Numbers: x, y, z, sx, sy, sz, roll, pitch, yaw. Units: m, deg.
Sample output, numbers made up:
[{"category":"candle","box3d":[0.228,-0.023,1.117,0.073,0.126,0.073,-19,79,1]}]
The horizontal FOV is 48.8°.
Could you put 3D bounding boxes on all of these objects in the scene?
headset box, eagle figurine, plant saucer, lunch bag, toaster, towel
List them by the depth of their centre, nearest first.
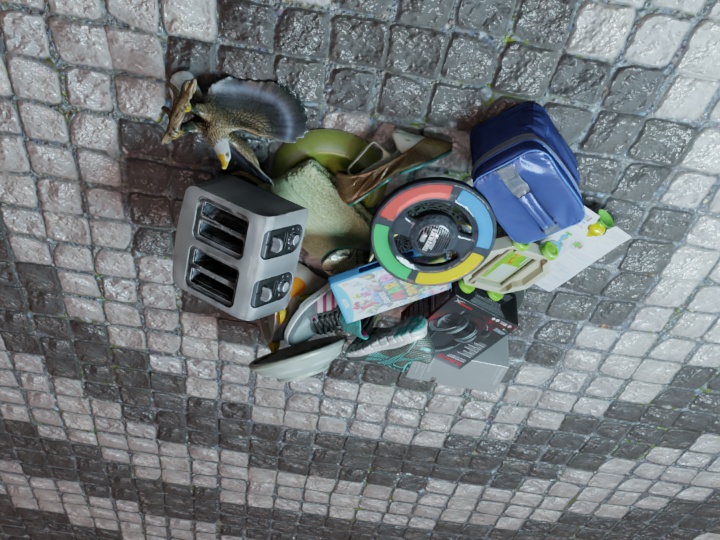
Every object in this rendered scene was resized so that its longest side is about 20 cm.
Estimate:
[{"category":"eagle figurine","box3d":[-0.200,-0.216,1.205,0.197,0.155,0.150,3,-175,-37]},{"category":"lunch bag","box3d":[0.259,-0.135,1.224,0.134,0.134,0.200,-24,131,31]},{"category":"toaster","box3d":[-0.198,-0.045,1.265,0.197,0.118,0.184,25,113,22]},{"category":"plant saucer","box3d":[-0.052,-0.148,1.325,0.195,0.032,0.202,3,139,2]},{"category":"towel","box3d":[-0.073,-0.096,1.336,0.146,0.037,0.200,-22,132,28]},{"category":"headset box","box3d":[0.176,0.096,1.487,0.147,0.078,0.200,26,135,-22]},{"category":"plant saucer","box3d":[-0.115,0.175,1.520,0.196,0.200,0.051,-14,93,22]}]

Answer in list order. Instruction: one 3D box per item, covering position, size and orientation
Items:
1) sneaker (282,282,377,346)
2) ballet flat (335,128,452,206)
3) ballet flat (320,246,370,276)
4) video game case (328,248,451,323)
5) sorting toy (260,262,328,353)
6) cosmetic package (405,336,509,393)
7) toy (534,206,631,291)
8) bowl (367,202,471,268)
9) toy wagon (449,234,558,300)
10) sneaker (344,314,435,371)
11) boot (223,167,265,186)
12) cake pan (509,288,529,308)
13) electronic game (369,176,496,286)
[{"category":"sneaker","box3d":[-0.040,0.093,1.460,0.199,0.121,0.084,-41,141,-6]},{"category":"ballet flat","box3d":[0.046,-0.176,1.247,0.197,0.068,0.073,-26,103,11]},{"category":"ballet flat","box3d":[0.000,0.000,1.384,0.068,0.076,0.199,-41,166,16]},{"category":"video game case","box3d":[0.054,0.022,1.339,0.196,0.018,0.144,-18,148,2]},{"category":"sorting toy","box3d":[-0.095,0.078,1.562,0.176,0.108,0.202,-5,143,-18]},{"category":"cosmetic package","box3d":[0.198,0.177,1.629,0.195,0.091,0.108,12,139,-2]},{"category":"toy","box3d":[0.357,-0.046,1.380,0.114,0.048,0.200,27,141,-20]},{"category":"bowl","box3d":[0.095,-0.057,1.346,0.196,0.096,0.202,-11,147,-7]},{"category":"toy wagon","box3d":[0.231,-0.013,1.340,0.197,0.040,0.155,14,142,-31]},{"category":"sneaker","box3d":[0.055,0.152,1.465,0.198,0.078,0.092,-17,112,41]},{"category":"boot","box3d":[-0.178,-0.061,1.356,0.076,0.140,0.201,-13,135,22]},{"category":"cake pan","box3d":[0.223,0.033,1.496,0.195,0.037,0.202,4,139,3]},{"category":"electronic game","box3d":[0.111,-0.056,1.216,0.195,0.042,0.203,0,130,0]}]
